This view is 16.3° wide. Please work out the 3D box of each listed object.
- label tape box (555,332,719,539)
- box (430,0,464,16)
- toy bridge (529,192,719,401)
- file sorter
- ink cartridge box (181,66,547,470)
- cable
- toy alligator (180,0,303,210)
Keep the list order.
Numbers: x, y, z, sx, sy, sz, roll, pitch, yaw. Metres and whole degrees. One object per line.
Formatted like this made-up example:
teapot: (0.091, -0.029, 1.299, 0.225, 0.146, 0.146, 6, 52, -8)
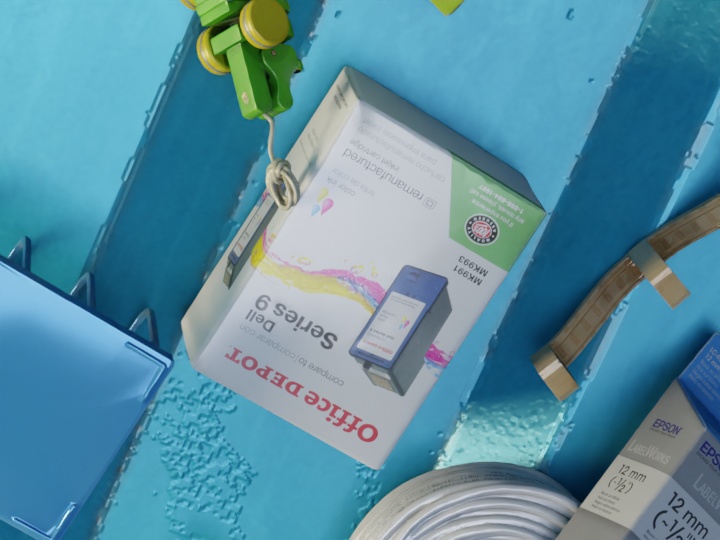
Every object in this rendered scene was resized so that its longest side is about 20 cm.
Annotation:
label tape box: (0.227, 0.164, 1.621, 0.143, 0.066, 0.200, 44, 79, -26)
box: (0.028, -0.264, 1.496, 0.122, 0.048, 0.200, -43, 114, 7)
toy bridge: (0.189, 0.001, 1.600, 0.200, 0.067, 0.027, -41, 108, 5)
file sorter: (-0.235, 0.044, 1.530, 0.199, 0.123, 0.139, 31, 102, -15)
ink cartridge box: (0.000, 0.000, 1.566, 0.145, 0.088, 0.201, 31, 103, -16)
cable: (0.080, 0.225, 1.657, 0.199, 0.069, 0.201, -26, 108, 1)
toy alligator: (-0.060, -0.136, 1.517, 0.054, 0.059, 0.201, -18, 87, -41)
